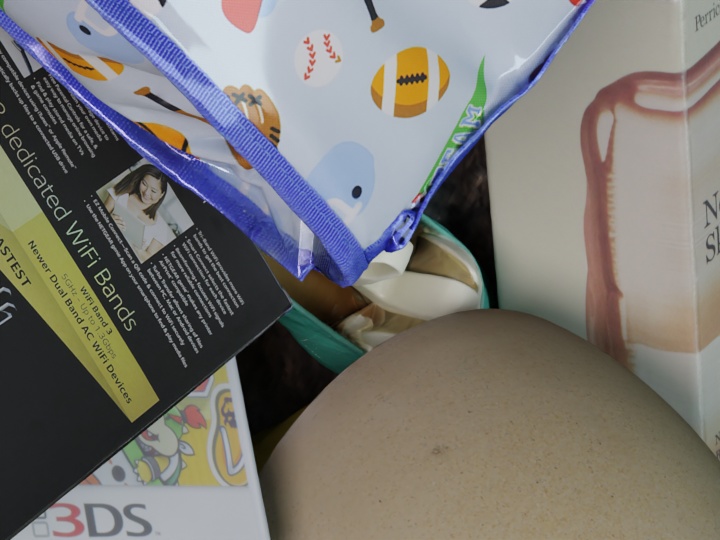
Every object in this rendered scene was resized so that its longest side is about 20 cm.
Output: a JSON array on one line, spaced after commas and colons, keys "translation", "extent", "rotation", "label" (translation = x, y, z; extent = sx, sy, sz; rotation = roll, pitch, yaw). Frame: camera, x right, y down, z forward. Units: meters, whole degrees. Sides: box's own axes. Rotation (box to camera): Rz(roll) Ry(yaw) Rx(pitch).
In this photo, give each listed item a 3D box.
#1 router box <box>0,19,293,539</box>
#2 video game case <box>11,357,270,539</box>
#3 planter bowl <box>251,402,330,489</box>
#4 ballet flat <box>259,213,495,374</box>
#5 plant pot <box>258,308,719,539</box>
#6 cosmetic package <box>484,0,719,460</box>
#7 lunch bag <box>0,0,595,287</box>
[{"translation": [-0.128, -0.030, 0.787], "extent": [0.157, 0.052, 0.200], "rotation": [-38, 100, -46], "label": "router box"}, {"translation": [-0.116, -0.003, 0.841], "extent": [0.182, 0.023, 0.200], "rotation": [5, 66, -43], "label": "video game case"}, {"translation": [-0.012, 0.116, 1.013], "extent": [0.200, 0.083, 0.201], "rotation": [-17, 117, -37], "label": "planter bowl"}, {"translation": [0.000, 0.000, 0.989], "extent": [0.200, 0.070, 0.067], "rotation": [34, 82, -44], "label": "ballet flat"}, {"translation": [0.068, 0.127, 0.938], "extent": [0.200, 0.134, 0.201], "rotation": [-17, 117, -38], "label": "plant pot"}, {"translation": [0.107, -0.029, 1.045], "extent": [0.103, 0.087, 0.200], "rotation": [-41, 131, -48], "label": "cosmetic package"}, {"translation": [-0.026, -0.118, 0.761], "extent": [0.200, 0.124, 0.170], "rotation": [41, 79, -13], "label": "lunch bag"}]
